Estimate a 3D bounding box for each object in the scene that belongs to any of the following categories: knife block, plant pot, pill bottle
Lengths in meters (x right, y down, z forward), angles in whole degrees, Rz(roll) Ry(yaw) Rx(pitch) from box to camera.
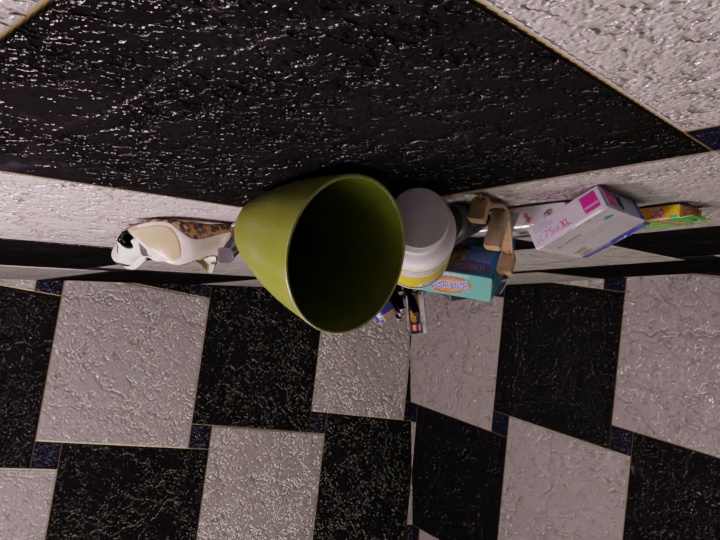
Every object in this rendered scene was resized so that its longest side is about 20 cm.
[{"bbox_3d":[0.068,0.011,1.347,0.062,0.181,0.200,1,176,-16],"label":"knife block"},{"bbox_3d":[-0.074,-0.038,0.891,0.184,0.192,0.198,3,-171,-41],"label":"plant pot"},{"bbox_3d":[0.081,-0.046,0.990,0.108,0.114,0.200,-1,167,2],"label":"pill bottle"}]

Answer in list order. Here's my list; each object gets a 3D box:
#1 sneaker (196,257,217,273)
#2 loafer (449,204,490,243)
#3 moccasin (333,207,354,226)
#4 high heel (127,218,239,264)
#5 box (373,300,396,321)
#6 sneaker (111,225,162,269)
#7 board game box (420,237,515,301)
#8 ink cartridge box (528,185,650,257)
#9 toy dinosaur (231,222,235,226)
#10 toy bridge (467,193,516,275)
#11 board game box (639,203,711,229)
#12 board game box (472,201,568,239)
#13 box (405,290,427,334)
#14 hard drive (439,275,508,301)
[{"bbox_3d":[-0.321,-0.048,1.364,0.087,0.079,0.200,14,167,-13],"label":"sneaker"},{"bbox_3d":[0.142,-0.063,1.142,0.061,0.074,0.199,-3,174,-22],"label":"loafer"},{"bbox_3d":[-0.006,-0.067,1.034,0.076,0.076,0.201,8,180,7],"label":"moccasin"},{"bbox_3d":[-0.298,-0.061,1.231,0.195,0.073,0.143,14,-162,1],"label":"high heel"},{"bbox_3d":[0.000,0.000,1.291,0.032,0.203,0.121,-29,180,-8],"label":"box"},{"bbox_3d":[-0.422,-0.053,1.284,0.079,0.076,0.198,22,158,-38],"label":"sneaker"},{"bbox_3d":[0.181,-0.015,1.226,0.149,0.046,0.200,10,-155,22],"label":"board game box"},{"bbox_3d":[0.345,-0.067,1.031,0.118,0.043,0.198,-34,154,33],"label":"ink cartridge box"},{"bbox_3d":[-0.125,-0.051,1.173,0.196,0.107,0.181,-14,-170,21],"label":"toy dinosaur"},{"bbox_3d":[0.208,-0.064,1.058,0.027,0.069,0.200,9,159,29],"label":"toy bridge"},{"bbox_3d":[0.470,-0.085,1.158,0.094,0.031,0.197,3,177,-43],"label":"board game box"},{"bbox_3d":[0.273,-0.079,1.151,0.197,0.036,0.125,-4,174,39],"label":"board game box"},{"bbox_3d":[0.114,0.033,1.477,0.039,0.206,0.137,-5,175,4],"label":"box"},{"bbox_3d":[0.184,-0.004,1.313,0.131,0.043,0.201,-7,-154,-13],"label":"hard drive"}]
